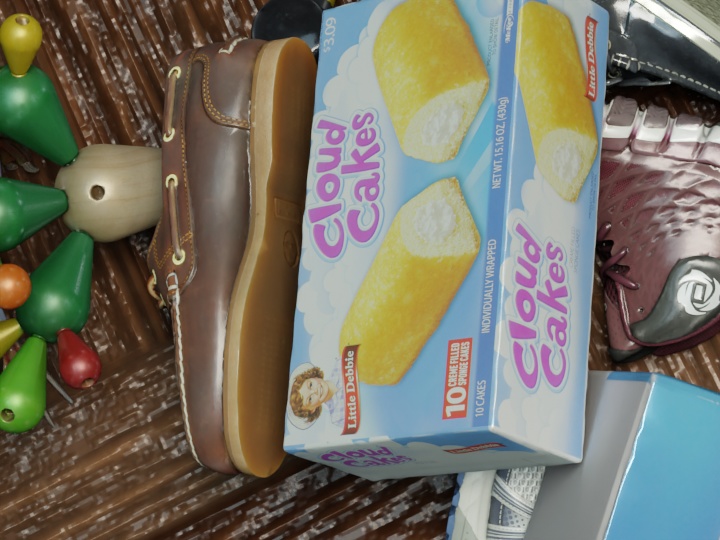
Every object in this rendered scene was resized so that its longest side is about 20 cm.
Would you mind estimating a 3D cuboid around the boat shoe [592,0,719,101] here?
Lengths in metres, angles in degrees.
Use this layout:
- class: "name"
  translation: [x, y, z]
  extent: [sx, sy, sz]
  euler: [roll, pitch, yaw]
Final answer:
- class: "boat shoe"
  translation: [0.116, -0.112, 1.016]
  extent: [0.199, 0.075, 0.062]
  euler: [28, 110, -9]

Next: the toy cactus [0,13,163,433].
- class: "toy cactus"
  translation: [-0.142, -0.035, 1.006]
  extent: [0.102, 0.164, 0.201]
  euler: [-24, 81, 49]

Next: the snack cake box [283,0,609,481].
- class: "snack cake box"
  translation: [0.037, -0.018, 0.943]
  extent: [0.115, 0.067, 0.201]
  euler: [-9, 69, 39]

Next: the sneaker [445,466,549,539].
- class: "sneaker"
  translation: [0.079, 0.129, 1.014]
  extent: [0.085, 0.077, 0.201]
  euler: [13, 93, 5]

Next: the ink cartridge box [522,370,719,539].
- class: "ink cartridge box"
  translation: [0.173, 0.140, 0.914]
  extent: [0.199, 0.147, 0.147]
  euler: [19, 86, -5]

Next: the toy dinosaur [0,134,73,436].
- class: "toy dinosaur"
  translation: [-0.221, -0.005, 1.060]
  extent: [0.200, 0.105, 0.182]
  euler: [49, 63, -18]

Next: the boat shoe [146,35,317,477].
- class: "boat shoe"
  translation: [-0.061, -0.006, 1.004]
  extent: [0.070, 0.070, 0.201]
  euler: [-2, 73, 22]

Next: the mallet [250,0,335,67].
- class: "mallet"
  translation: [0.001, -0.173, 1.089]
  extent: [0.041, 0.066, 0.201]
  euler: [19, 72, 14]

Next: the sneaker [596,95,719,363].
- class: "sneaker"
  translation: [0.105, -0.021, 1.021]
  extent: [0.199, 0.076, 0.116]
  euler: [13, 89, 14]
